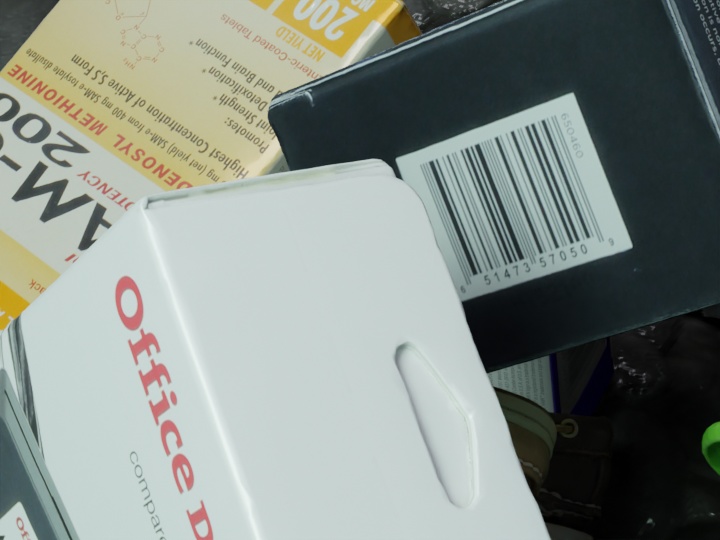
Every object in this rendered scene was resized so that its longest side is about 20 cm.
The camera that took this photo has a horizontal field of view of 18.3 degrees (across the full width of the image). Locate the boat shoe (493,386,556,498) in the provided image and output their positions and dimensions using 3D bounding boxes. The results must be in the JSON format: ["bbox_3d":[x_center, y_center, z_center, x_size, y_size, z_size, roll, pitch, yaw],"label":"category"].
[{"bbox_3d":[-0.033,0.078,0.751,0.200,0.074,0.066,-3,58,4],"label":"boat shoe"}]

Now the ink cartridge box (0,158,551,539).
[{"bbox_3d":[-0.047,0.078,0.608,0.084,0.200,0.145,-10,72,-38],"label":"ink cartridge box"}]

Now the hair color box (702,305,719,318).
[{"bbox_3d":[0.195,-0.064,0.884,0.111,0.200,0.064,11,45,20],"label":"hair color box"}]

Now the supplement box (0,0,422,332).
[{"bbox_3d":[-0.079,-0.037,0.847,0.126,0.074,0.200,33,81,29],"label":"supplement box"}]

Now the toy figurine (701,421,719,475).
[{"bbox_3d":[0.229,0.012,0.670,0.200,0.150,0.184,21,74,23],"label":"toy figurine"}]

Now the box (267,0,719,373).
[{"bbox_3d":[0.095,-0.052,0.743,0.148,0.107,0.200,-19,5,36],"label":"box"}]

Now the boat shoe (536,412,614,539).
[{"bbox_3d":[-0.001,0.062,0.864,0.200,0.072,0.060,14,82,18],"label":"boat shoe"}]

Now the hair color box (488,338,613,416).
[{"bbox_3d":[0.000,0.000,0.916,0.200,0.109,0.065,14,47,23],"label":"hair color box"}]
